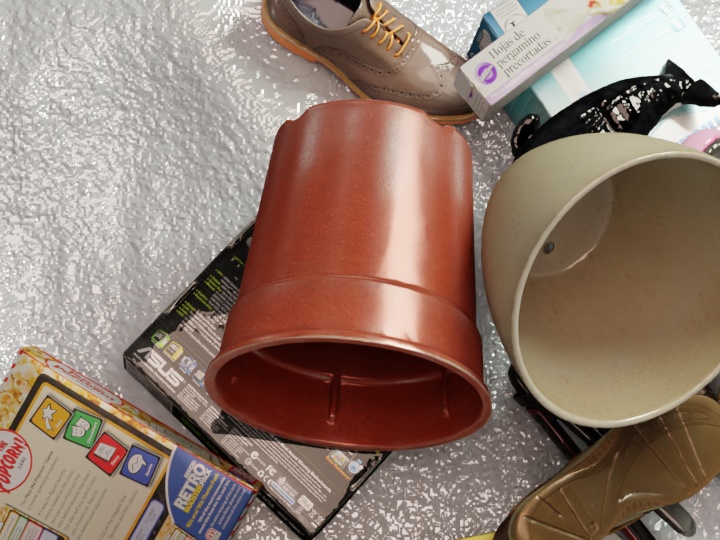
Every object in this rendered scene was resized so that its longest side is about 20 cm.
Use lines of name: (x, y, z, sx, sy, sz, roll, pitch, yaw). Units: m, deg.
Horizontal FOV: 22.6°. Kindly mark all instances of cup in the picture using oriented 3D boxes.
cup: (0.162, -0.014, 1.243, 0.198, 0.143, 0.202, -11, 119, -20)

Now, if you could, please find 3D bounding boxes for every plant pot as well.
plant pot: (0.000, 0.000, 1.270, 0.198, 0.201, 0.197, 8, 64, -4)

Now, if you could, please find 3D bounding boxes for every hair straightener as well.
hair straightener: (0.186, 0.122, 1.357, 0.077, 0.041, 0.201, -42, 80, 21)

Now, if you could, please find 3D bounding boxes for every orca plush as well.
orca plush: (0.181, -0.091, 1.324, 0.198, 0.071, 0.106, -24, 80, -9)

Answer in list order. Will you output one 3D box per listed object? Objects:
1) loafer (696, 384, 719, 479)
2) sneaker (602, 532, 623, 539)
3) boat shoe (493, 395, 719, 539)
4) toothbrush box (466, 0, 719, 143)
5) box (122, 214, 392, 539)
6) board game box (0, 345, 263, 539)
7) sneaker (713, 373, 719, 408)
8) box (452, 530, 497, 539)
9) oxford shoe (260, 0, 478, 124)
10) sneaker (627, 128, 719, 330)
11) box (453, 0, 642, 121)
loafer: (0.233, 0.088, 1.373, 0.199, 0.072, 0.063, 33, 67, 6)
sneaker: (0.173, 0.247, 1.276, 0.080, 0.199, 0.115, -43, 69, 10)
boat shoe: (0.179, 0.153, 1.292, 0.199, 0.072, 0.073, -31, 90, -23)
toothbrush box: (0.201, -0.142, 1.418, 0.146, 0.085, 0.201, -33, 80, -12)
box: (-0.045, 0.066, 1.359, 0.200, 0.048, 0.193, 42, 73, 6)
board game box: (-0.192, 0.170, 1.294, 0.199, 0.046, 0.153, 31, 91, 2)
sneaker: (0.344, 0.088, 1.381, 0.199, 0.070, 0.109, 27, 32, -24)
box: (0.029, 0.232, 1.309, 0.197, 0.075, 0.051, -11, 74, -8)
oxford shoe: (0.013, -0.177, 1.413, 0.198, 0.073, 0.072, 25, 74, 0)
sneaker: (0.260, -0.004, 1.309, 0.079, 0.095, 0.202, 17, 85, -42)
box: (0.159, -0.189, 1.361, 0.199, 0.041, 0.039, -38, 81, -11)
